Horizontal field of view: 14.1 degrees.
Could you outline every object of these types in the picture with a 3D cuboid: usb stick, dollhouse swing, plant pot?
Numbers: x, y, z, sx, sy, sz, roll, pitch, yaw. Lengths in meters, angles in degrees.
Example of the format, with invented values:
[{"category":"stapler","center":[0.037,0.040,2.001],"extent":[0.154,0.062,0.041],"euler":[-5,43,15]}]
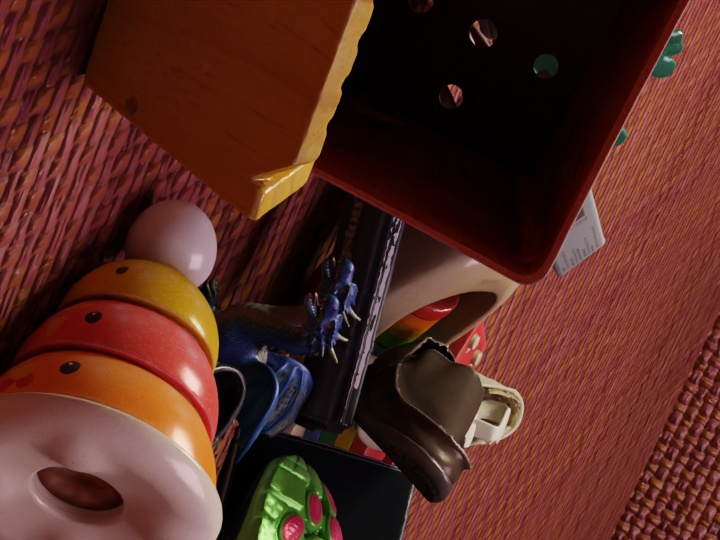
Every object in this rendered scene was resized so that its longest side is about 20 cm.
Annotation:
[{"category":"usb stick","center":[0.000,0.000,1.736],"extent":[0.055,0.032,0.201],"euler":[13,-93,68]},{"category":"dollhouse swing","center":[-0.010,-0.155,1.364],"extent":[0.175,0.182,0.201],"euler":[-8,128,-47]},{"category":"plant pot","center":[0.062,-0.132,1.617],"extent":[0.201,0.199,0.176],"euler":[-63,177,9]}]

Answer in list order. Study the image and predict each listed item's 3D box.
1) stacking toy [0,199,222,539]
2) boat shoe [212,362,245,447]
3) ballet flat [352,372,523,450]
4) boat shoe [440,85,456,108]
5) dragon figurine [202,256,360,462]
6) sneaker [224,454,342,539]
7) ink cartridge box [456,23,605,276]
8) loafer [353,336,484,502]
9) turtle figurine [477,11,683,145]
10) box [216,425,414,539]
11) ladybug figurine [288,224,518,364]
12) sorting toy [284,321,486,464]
[{"category":"stacking toy","center":[-0.121,0.045,1.493],"extent":[0.146,0.145,0.201],"euler":[100,5,-53]},{"category":"boat shoe","center":[-0.123,0.104,1.590],"extent":[0.200,0.066,0.070],"euler":[-40,119,-55]},{"category":"ballet flat","center":[0.061,0.099,2.004],"extent":[0.070,0.069,0.200],"euler":[-64,160,12]},{"category":"boat shoe","center":[0.028,-0.077,1.851],"extent":[0.072,0.072,0.200],"euler":[-27,162,-3]},{"category":"dragon figurine","center":[-0.069,0.072,1.704],"extent":[0.059,0.099,0.201],"euler":[-31,147,-62]},{"category":"sneaker","center":[-0.074,0.181,1.701],"extent":[0.083,0.077,0.200],"euler":[-17,-153,36]},{"category":"ink cartridge box","center":[0.086,-0.092,1.819],"extent":[0.043,0.174,0.200],"euler":[-36,168,1]},{"category":"loafer","center":[0.038,0.079,1.782],"extent":[0.071,0.073,0.200],"euler":[-41,-164,4]},{"category":"turtle figurine","center":[0.112,-0.168,1.778],"extent":[0.100,0.200,0.150],"euler":[-6,134,-29]},{"category":"box","center":[-0.058,0.233,1.841],"extent":[0.197,0.123,0.201],"euler":[117,-12,-64]},{"category":"ladybug figurine","center":[0.023,0.013,1.873],"extent":[0.135,0.072,0.200],"euler":[-2,152,-48]},{"category":"sorting toy","center":[0.018,0.085,2.092],"extent":[0.199,0.069,0.200],"euler":[-57,166,-15]}]
